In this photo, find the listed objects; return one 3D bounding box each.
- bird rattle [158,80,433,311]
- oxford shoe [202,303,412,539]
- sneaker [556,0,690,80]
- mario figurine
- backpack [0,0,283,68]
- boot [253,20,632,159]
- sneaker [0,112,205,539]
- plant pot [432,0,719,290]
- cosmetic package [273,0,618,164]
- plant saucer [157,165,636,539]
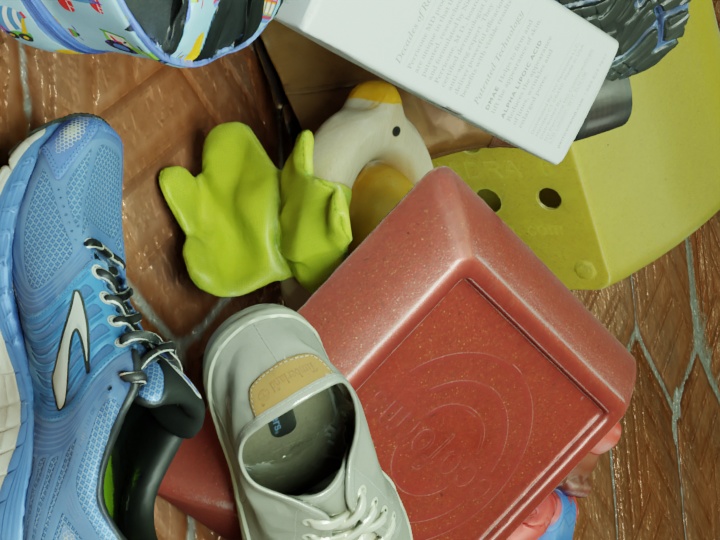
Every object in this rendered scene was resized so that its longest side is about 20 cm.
[{"bbox_3d":[0.000,0.000,0.897,0.163,0.112,0.201,-56,133,-34],"label":"bird rattle"},{"bbox_3d":[-0.017,0.102,0.783,0.058,0.075,0.201,46,-19,47],"label":"oxford shoe"},{"bbox_3d":[0.108,-0.184,0.925,0.200,0.075,0.079,56,8,-32],"label":"sneaker"},{"bbox_3d":[0.093,0.150,1.101,0.123,0.105,0.202,153,-54,-76],"label":"mario figurine"},{"bbox_3d":[-0.109,-0.174,0.692,0.183,0.134,0.201,-41,120,-64],"label":"backpack"},{"bbox_3d":[0.032,-0.143,1.005,0.068,0.199,0.190,138,-62,-71],"label":"boot"},{"bbox_3d":[-0.100,0.035,0.709,0.078,0.089,0.202,26,60,-65],"label":"sneaker"},{"bbox_3d":[0.114,-0.091,1.155,0.177,0.199,0.201,-53,133,-44],"label":"plant pot"},{"bbox_3d":[0.022,-0.123,0.842,0.199,0.101,0.074,19,99,-46],"label":"cosmetic package"},{"bbox_3d":[0.030,0.080,0.860,0.200,0.200,0.037,42,4,-42],"label":"plant saucer"}]
